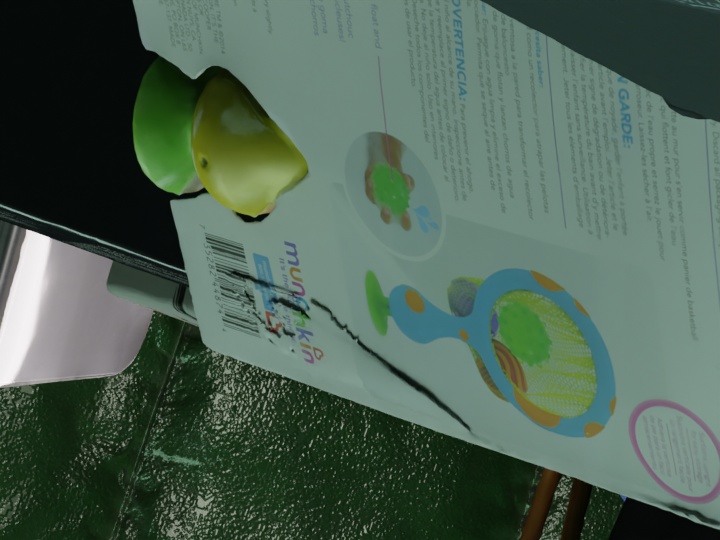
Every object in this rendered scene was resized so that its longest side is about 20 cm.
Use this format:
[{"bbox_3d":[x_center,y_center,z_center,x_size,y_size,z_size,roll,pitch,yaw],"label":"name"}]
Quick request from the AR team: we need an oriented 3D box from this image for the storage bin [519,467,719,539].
[{"bbox_3d":[0.119,0.045,0.671,0.145,0.135,0.200,19,177,-8],"label":"storage bin"}]

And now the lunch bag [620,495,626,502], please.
[{"bbox_3d":[0.105,0.016,0.969,0.150,0.094,0.200,18,165,49],"label":"lunch bag"}]

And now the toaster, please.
[{"bbox_3d":[-0.207,-0.024,1.480,0.180,0.119,0.200,17,-172,23],"label":"toaster"}]

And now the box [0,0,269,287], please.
[{"bbox_3d":[-0.060,-0.041,0.782,0.199,0.079,0.141,20,180,-14],"label":"box"}]

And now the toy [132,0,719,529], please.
[{"bbox_3d":[0.038,-0.019,0.600,0.199,0.116,0.047,14,-145,38],"label":"toy"}]

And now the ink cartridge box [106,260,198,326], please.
[{"bbox_3d":[0.000,0.000,1.185,0.145,0.085,0.200,19,177,-20],"label":"ink cartridge box"}]

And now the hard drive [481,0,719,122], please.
[{"bbox_3d":[0.049,-0.046,0.361,0.139,0.033,0.200,17,177,39],"label":"hard drive"}]
